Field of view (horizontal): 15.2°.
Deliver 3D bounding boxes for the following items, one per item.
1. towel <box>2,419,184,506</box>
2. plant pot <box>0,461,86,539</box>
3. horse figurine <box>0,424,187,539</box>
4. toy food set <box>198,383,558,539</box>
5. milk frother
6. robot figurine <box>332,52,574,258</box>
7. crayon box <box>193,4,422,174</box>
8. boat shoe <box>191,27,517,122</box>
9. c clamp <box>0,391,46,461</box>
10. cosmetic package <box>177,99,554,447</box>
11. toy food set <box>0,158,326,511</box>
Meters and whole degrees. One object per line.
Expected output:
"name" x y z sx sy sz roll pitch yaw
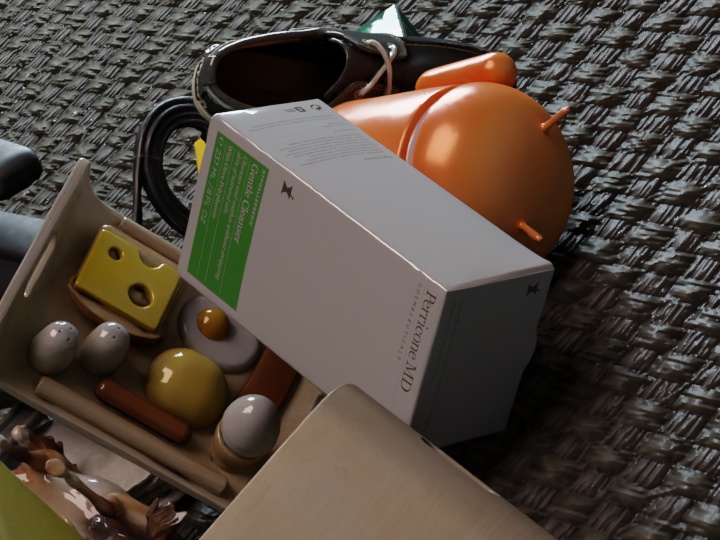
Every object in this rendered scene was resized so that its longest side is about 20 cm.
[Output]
"towel" -0.177 0.132 1.649 0.199 0.035 0.133 -30 29 21
"plant pot" -0.192 0.252 1.353 0.195 0.194 0.200 -37 38 6
"horse figurine" -0.158 0.129 1.506 0.199 0.132 0.050 24 81 39
"toy food set" -0.011 0.169 1.319 0.143 0.060 0.200 37 74 16
"milk frother" -0.173 -0.015 1.677 0.199 0.182 0.188 -14 16 -35
"robot figurine" 0.040 -0.045 1.546 0.199 0.117 0.144 -5 22 48
"crayon box" -0.037 -0.074 1.742 0.200 0.052 0.126 -35 29 13
"boat shoe" 0.000 -0.111 1.622 0.068 0.199 0.072 123 148 -76
"c clamp" -0.282 0.131 1.718 0.200 0.027 0.171 -43 18 -22
"cosmetic package" 0.000 0.000 1.449 0.085 0.108 0.200 -11 35 -40
"toy food set" -0.100 0.037 1.519 0.060 0.199 0.144 -48 15 50
